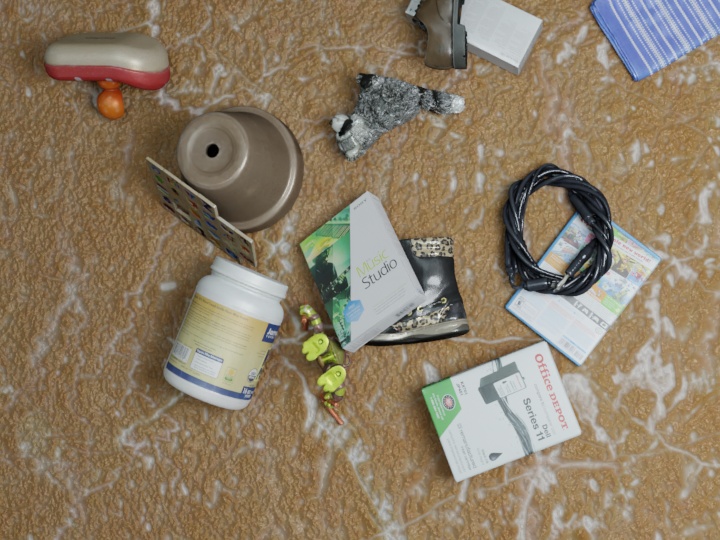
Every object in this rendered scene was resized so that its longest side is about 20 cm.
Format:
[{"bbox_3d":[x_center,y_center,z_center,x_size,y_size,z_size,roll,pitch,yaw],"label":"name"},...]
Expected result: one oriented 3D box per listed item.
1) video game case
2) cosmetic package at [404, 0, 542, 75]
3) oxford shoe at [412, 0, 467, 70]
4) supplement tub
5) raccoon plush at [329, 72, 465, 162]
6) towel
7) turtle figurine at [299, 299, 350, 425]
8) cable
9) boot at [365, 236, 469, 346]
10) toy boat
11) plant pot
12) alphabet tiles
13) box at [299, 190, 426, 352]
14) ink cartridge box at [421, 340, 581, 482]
[{"bbox_3d":[0.332,0.020,1.397,0.143,0.018,0.201,38,93,11],"label":"video game case"},{"bbox_3d":[0.175,-0.385,1.440,0.198,0.051,0.083,30,89,11],"label":"cosmetic package"},{"bbox_3d":[0.116,-0.401,1.390,0.083,0.073,0.204,-1,85,12],"label":"oxford shoe"},{"bbox_3d":[-0.202,0.094,1.420,0.143,0.144,0.203,22,90,11],"label":"supplement tub"},{"bbox_3d":[0.053,-0.222,1.433,0.197,0.097,0.136,13,95,10],"label":"raccoon plush"},{"bbox_3d":[0.464,-0.394,1.404,0.198,0.024,0.146,-30,82,6],"label":"towel"},{"bbox_3d":[-0.045,0.139,1.393,0.063,0.161,0.203,-14,90,-1],"label":"turtle figurine"},{"bbox_3d":[0.292,-0.065,1.378,0.161,0.051,0.203,-2,75,22],"label":"cable"},{"bbox_3d":[0.062,0.034,1.416,0.197,0.073,0.153,-7,80,17],"label":"boot"},{"bbox_3d":[-0.406,-0.311,1.515,0.197,0.131,0.133,3,116,11],"label":"toy boat"},{"bbox_3d":[-0.198,-0.166,1.426,0.197,0.175,0.204,-1,85,8],"label":"plant pot"},{"bbox_3d":[-0.240,-0.080,1.433,0.199,0.168,0.008,35,71,11],"label":"alphabet tiles"},{"bbox_3d":[0.000,0.000,1.399,0.144,0.036,0.202,-36,56,18],"label":"box"},{"bbox_3d":[0.208,0.204,1.370,0.197,0.083,0.149,-23,83,7],"label":"ink cartridge box"}]
